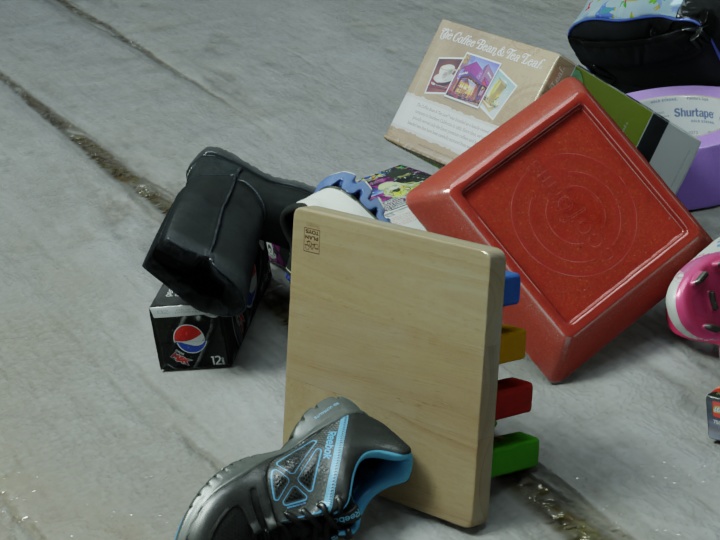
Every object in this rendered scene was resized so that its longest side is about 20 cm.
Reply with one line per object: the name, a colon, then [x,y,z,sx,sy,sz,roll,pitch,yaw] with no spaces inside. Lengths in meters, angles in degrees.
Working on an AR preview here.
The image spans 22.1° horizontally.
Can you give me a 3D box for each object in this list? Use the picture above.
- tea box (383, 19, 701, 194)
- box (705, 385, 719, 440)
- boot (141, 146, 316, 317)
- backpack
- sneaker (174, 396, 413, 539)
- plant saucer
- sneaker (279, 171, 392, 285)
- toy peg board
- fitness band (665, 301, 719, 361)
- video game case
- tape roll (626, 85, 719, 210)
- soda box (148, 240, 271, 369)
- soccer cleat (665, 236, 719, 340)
tea box: [0.166,-0.122,1.709,0.196,0.134,0.200,26,2,-33]
box: [0.373,0.100,1.342,0.200,0.040,0.137,13,30,41]
boot: [-0.095,-0.023,1.625,0.164,0.066,0.200,23,25,-6]
backpack: [0.344,-0.259,2.008,0.200,0.183,0.147,5,57,45]
sneaker: [-0.048,0.163,1.282,0.082,0.073,0.200,26,53,35]
plant saucer: [0.173,-0.043,1.522,0.200,0.200,0.037,-36,-8,-20]
sneaker: [-0.001,-0.001,1.587,0.199,0.081,0.115,40,40,25]
toy peg board: [0.047,0.062,1.372,0.200,0.200,0.098,15,16,43]
fitness band: [0.353,0.034,1.518,0.199,0.038,0.144,-2,21,14]
video game case: [0.012,-0.044,1.816,0.200,0.036,0.181,-21,26,-28]
tape roll: [0.316,-0.125,1.865,0.199,0.066,0.200,-8,23,3]
soda box: [-0.134,0.018,1.688,0.071,0.064,0.200,-4,24,10]
soccer cleat: [0.293,0.011,1.473,0.200,0.070,0.086,-23,9,-41]
